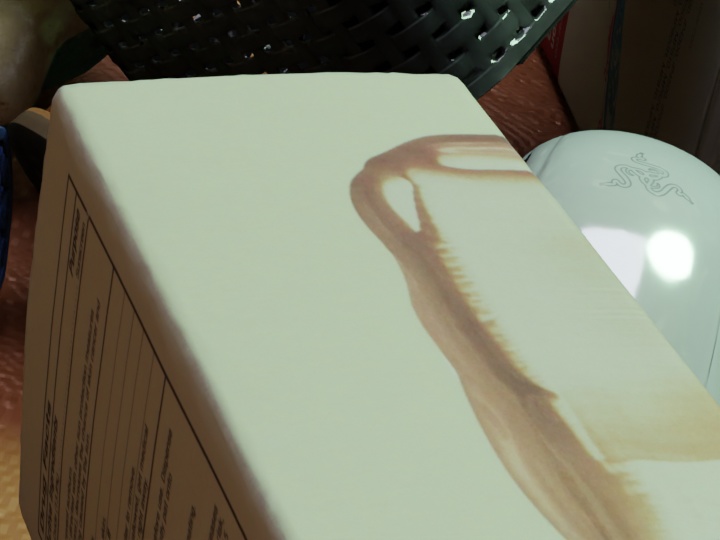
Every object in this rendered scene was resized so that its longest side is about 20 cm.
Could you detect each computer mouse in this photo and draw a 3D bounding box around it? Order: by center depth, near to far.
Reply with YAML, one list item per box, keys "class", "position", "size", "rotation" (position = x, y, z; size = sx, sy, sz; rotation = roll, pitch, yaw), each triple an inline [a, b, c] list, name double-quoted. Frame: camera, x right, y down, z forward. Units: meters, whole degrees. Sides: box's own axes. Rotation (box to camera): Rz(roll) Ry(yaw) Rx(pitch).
- class: "computer mouse"
  position: [0.041, 0.039, 0.583]
  size: [0.109, 0.044, 0.200]
  rotation: [17, 59, 5]

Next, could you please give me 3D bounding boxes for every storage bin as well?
- class: "storage bin"
  position: [0.018, -0.126, 0.726]
  size: [0.135, 0.094, 0.200]
  rotation: [-10, 31, 53]

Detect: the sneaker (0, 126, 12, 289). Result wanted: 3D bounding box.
- class: "sneaker"
  position: [-0.144, 0.018, 0.608]
  size: [0.078, 0.070, 0.200]
  rotation: [6, 26, 8]

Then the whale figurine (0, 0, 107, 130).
- class: "whale figurine"
  position: [-0.150, -0.089, 0.777]
  size: [0.200, 0.104, 0.159]
  rotation: [-34, 69, -25]

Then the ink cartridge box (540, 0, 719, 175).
- class: "ink cartridge box"
  position: [0.156, -0.088, 0.834]
  size: [0.145, 0.145, 0.200]
  rotation: [6, 29, -12]

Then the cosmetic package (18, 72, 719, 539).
- class: "cosmetic package"
  position: [0.007, 0.055, 0.436]
  size: [0.087, 0.104, 0.200]
  rotation: [-4, 33, -20]

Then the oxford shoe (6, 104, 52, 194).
- class: "oxford shoe"
  position: [0.000, 0.000, 0.668]
  size: [0.200, 0.071, 0.071]
  rotation: [29, 69, 14]
